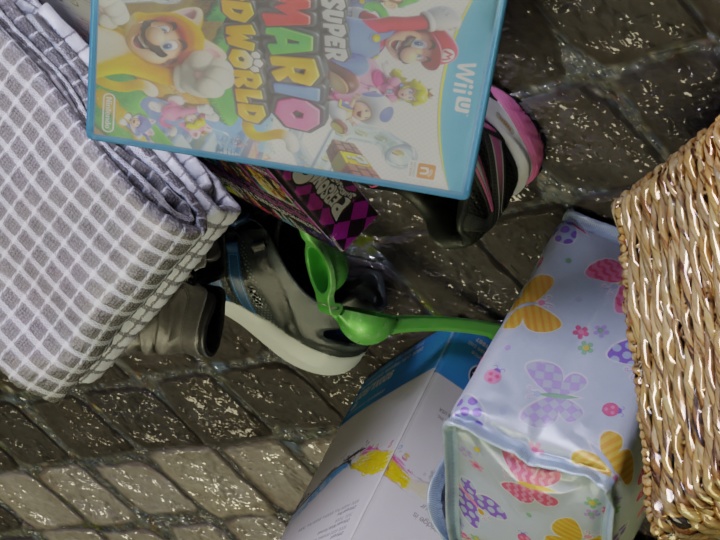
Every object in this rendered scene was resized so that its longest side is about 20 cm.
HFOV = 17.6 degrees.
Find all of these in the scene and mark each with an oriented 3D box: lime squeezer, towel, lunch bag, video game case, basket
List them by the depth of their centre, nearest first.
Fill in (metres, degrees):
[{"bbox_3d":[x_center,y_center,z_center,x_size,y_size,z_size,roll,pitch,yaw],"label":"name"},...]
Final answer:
[{"bbox_3d":[0.224,0.027,1.133,0.143,0.200,0.149,7,155,-23],"label":"basket"},{"bbox_3d":[-0.034,-0.107,1.148,0.200,0.018,0.143,9,132,0],"label":"video game case"},{"bbox_3d":[-0.096,-0.104,1.286,0.181,0.036,0.200,51,168,-32],"label":"video game case"},{"bbox_3d":[-0.188,-0.046,1.313,0.200,0.086,0.166,46,123,8],"label":"towel"},{"bbox_3d":[0.122,0.095,1.348,0.127,0.170,0.200,21,149,18],"label":"lunch bag"},{"bbox_3d":[0.000,0.000,1.401,0.200,0.071,0.038,43,-173,-21],"label":"lime squeezer"}]

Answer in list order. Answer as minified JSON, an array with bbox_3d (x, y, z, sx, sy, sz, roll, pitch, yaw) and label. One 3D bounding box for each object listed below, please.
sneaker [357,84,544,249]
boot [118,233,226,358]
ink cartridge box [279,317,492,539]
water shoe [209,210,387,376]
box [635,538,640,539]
[{"bbox_3d":[0.016,-0.091,1.241,0.200,0.086,0.080,41,146,-18],"label":"sneaker"},{"bbox_3d":[-0.146,-0.036,1.420,0.131,0.200,0.070,-11,170,13],"label":"boot"},{"bbox_3d":[0.048,0.167,1.483,0.147,0.200,0.145,36,148,-12],"label":"ink cartridge box"},{"bbox_3d":[-0.074,-0.014,1.467,0.200,0.072,0.079,30,123,-1],"label":"water shoe"},{"bbox_3d":[0.096,0.244,1.635,0.200,0.124,0.149,18,148,20],"label":"box"}]
